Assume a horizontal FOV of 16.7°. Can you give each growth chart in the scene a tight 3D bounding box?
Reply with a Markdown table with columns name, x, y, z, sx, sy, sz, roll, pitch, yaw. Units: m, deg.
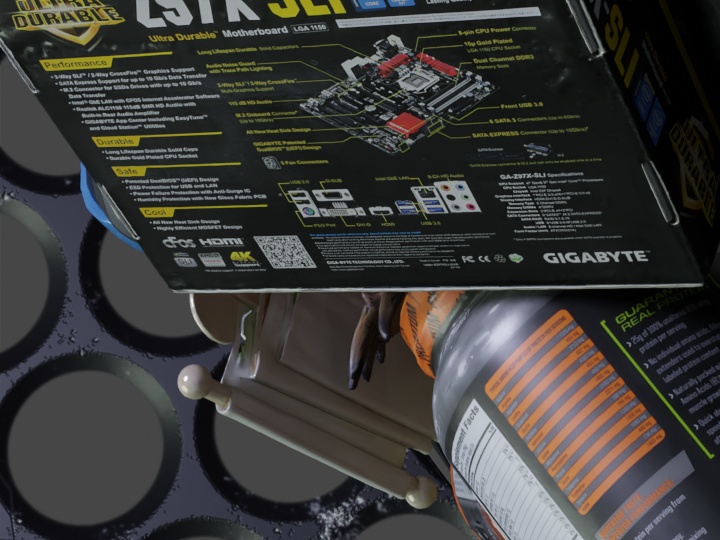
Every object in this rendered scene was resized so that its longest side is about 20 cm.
| name | x | y | z | sx | sy | sz | roll | pitch | yaw |
| --- | --- | --- | --- | --- | --- | --- | --- | --- | --- |
| growth chart | 0.000 | 0.000 | 1.025 | 0.145 | 0.200 | 0.018 | 35 | 140 | -21 |

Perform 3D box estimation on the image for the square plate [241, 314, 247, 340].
| name | x | y | z | sx | sy | sz | roll | pitch | yaw |
| --- | --- | --- | --- | --- | --- | --- | --- | --- | --- |
| square plate | -0.007 | -0.029 | 1.187 | 0.198 | 0.028 | 0.200 | -28 | 104 | 40 |

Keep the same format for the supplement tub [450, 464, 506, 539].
| name | x | y | z | sx | sy | sz | roll | pitch | yaw |
| --- | --- | --- | --- | --- | --- | --- | --- | --- | --- |
| supplement tub | 0.100 | 0.097 | 1.199 | 0.107 | 0.107 | 0.200 | 55 | 176 | 2 |

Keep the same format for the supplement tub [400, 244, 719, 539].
| name | x | y | z | sx | sy | sz | roll | pitch | yaw |
| --- | --- | --- | --- | --- | --- | --- | --- | --- | --- |
| supplement tub | 0.106 | 0.065 | 0.804 | 0.200 | 0.122 | 0.123 | 53 | 175 | 26 |

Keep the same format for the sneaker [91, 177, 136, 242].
| name | x | y | z | sx | sy | sz | roll | pitch | yaw |
| --- | --- | --- | --- | --- | --- | --- | --- | --- | --- |
| sneaker | -0.073 | -0.074 | 0.986 | 0.200 | 0.073 | 0.082 | -86 | 15 | -45 |

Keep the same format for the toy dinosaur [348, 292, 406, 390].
| name | x | y | z | sx | sy | sz | roll | pitch | yaw |
| --- | --- | --- | --- | --- | --- | --- | --- | --- | --- |
| toy dinosaur | 0.063 | 0.038 | 0.950 | 0.135 | 0.086 | 0.200 | 31 | 180 | -23 |

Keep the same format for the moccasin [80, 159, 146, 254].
| name | x | y | z | sx | sy | sz | roll | pitch | yaw |
| --- | --- | --- | --- | --- | --- | --- | --- | --- | --- |
| moccasin | -0.087 | -0.083 | 1.107 | 0.080 | 0.068 | 0.200 | 30 | -154 | -35 |

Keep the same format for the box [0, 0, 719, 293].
| name | x | y | z | sx | sy | sz | roll | pitch | yaw |
| --- | --- | --- | --- | --- | --- | --- | --- | --- | --- |
| box | -0.003 | -0.060 | 0.746 | 0.200 | 0.049 | 0.160 | -1 | 138 | 29 |
